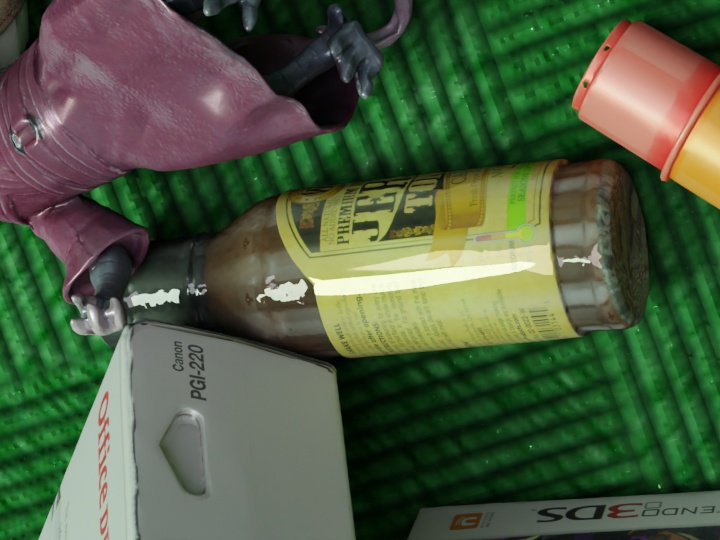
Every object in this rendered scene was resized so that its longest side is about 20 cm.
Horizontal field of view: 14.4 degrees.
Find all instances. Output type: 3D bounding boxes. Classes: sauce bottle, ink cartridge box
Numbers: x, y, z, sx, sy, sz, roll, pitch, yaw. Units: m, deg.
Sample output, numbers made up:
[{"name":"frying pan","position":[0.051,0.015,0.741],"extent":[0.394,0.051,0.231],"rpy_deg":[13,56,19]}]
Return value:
[{"name":"sauce bottle","position":[0.000,0.000,1.018],"extent":[0.200,0.065,0.065],"rpy_deg":[-6,100,17]},{"name":"ink cartridge box","position":[-0.073,0.139,1.000],"extent":[0.085,0.146,0.200],"rpy_deg":[12,125,-15]}]

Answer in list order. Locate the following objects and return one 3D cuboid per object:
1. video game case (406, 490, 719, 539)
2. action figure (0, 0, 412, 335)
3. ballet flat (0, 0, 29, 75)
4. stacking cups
[{"name":"video game case","position":[0.085,0.139,0.951],"extent":[0.181,0.200,0.036],"rpy_deg":[-5,116,19]},{"name":"action figure","position":[-0.102,-0.064,1.000],"extent":[0.200,0.149,0.134],"rpy_deg":[-26,112,34]},{"name":"ballet flat","position":[-0.168,-0.066,1.065],"extent":[0.067,0.068,0.200],"rpy_deg":[41,117,-16]},{"name":"stacking cups","position":[0.163,-0.016,0.968],"extent":[0.200,0.061,0.061],"rpy_deg":[29,109,11]}]
